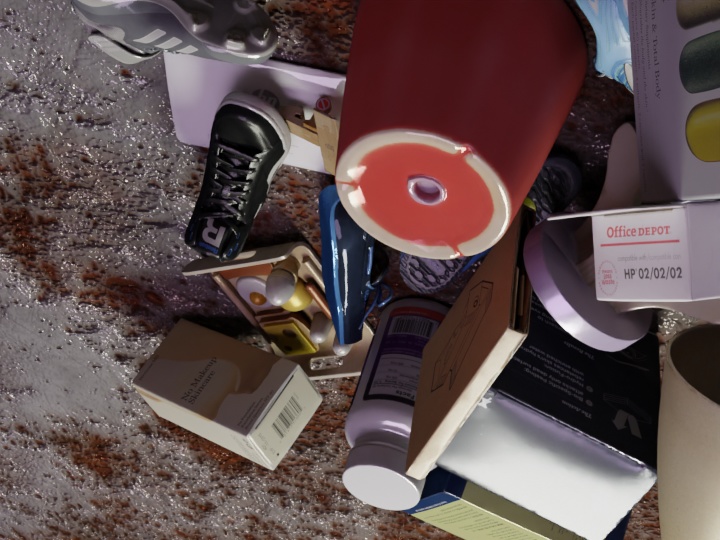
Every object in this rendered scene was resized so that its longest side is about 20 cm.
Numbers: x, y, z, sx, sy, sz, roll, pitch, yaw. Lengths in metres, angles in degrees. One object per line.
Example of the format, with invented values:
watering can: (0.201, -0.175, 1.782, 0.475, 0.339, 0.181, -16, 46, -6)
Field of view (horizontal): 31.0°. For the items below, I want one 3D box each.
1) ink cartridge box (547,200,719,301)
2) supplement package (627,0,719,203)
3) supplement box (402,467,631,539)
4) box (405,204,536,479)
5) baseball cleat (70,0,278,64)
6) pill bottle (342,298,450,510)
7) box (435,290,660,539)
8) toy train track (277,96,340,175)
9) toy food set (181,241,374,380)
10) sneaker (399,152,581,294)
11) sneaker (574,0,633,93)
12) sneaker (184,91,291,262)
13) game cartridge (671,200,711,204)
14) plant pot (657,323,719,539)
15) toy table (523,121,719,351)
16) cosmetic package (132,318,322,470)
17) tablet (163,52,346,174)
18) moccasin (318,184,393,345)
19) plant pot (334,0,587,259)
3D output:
ink cartridge box: (0.247, -0.015, 0.939, 0.197, 0.069, 0.115, -4, 180, -24)
supplement package: (0.286, -0.128, 0.841, 0.148, 0.155, 0.200, -5, -178, -14)
supplement box: (0.172, 0.227, 1.410, 0.197, 0.136, 0.200, 25, 162, -6)
box: (0.096, 0.062, 1.137, 0.021, 0.165, 0.201, 22, 130, -8)
baseball cleat: (-0.161, -0.214, 1.128, 0.198, 0.070, 0.107, 26, 151, 9)
pill bottle: (0.047, 0.139, 1.345, 0.110, 0.202, 0.112, 13, 143, 10)
box: (0.177, 0.118, 1.242, 0.195, 0.201, 0.118, 27, 126, -8)
toy train track: (0.016, -0.105, 1.159, 0.198, 0.033, 0.115, 28, 162, 14)
toy food set: (-0.085, 0.051, 1.414, 0.142, 0.061, 0.201, -9, 134, 32)
sneaker: (0.117, -0.056, 1.199, 0.199, 0.079, 0.066, -35, 106, 27)
sneaker: (0.230, -0.166, 1.010, 0.089, 0.079, 0.201, 7, 142, 48)
sneaker: (-0.118, -0.071, 1.203, 0.072, 0.113, 0.200, 20, 156, 1)
game cartridge: (0.361, -0.074, 1.028, 0.198, 0.039, 0.129, -15, 159, 38)
plant pot: (0.327, 0.178, 1.101, 0.184, 0.188, 0.203, 13, 115, 9)
toy table: (0.231, -0.018, 1.100, 0.117, 0.199, 0.185, -35, 85, 29)
cosmetic package: (-0.152, 0.135, 1.462, 0.198, 0.106, 0.071, 16, 150, 38)
tablet: (-0.085, -0.146, 1.209, 0.197, 0.014, 0.131, 12, 142, 10)
moccasin: (0.000, 0.000, 1.293, 0.067, 0.081, 0.202, -13, 140, -11)
plant pot: (0.069, -0.122, 1.032, 0.197, 0.179, 0.202, 12, 142, 10)
